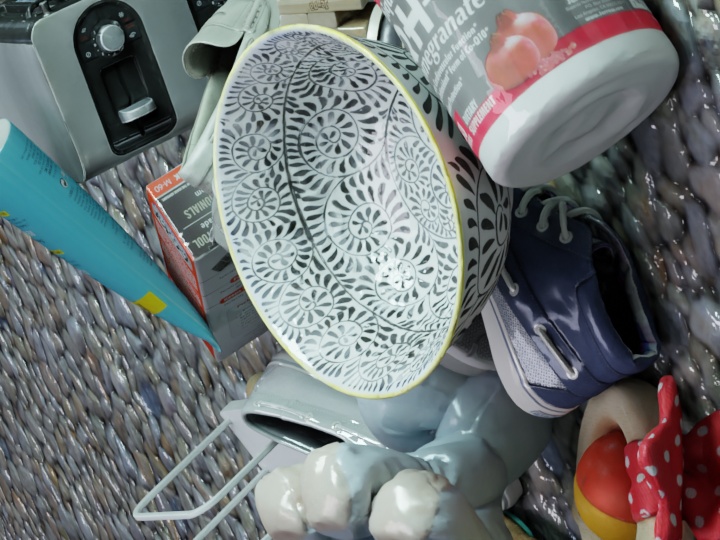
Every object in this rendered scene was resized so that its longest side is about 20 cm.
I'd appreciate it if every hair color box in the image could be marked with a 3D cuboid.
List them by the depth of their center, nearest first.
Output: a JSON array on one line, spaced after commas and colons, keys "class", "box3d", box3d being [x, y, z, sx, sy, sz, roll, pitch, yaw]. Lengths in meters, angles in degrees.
[{"class": "hair color box", "box3d": [-0.070, -0.023, 1.664, 0.064, 0.111, 0.200, 55, 169, 16]}]

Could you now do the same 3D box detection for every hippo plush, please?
[{"class": "hippo plush", "box3d": [0.052, 0.109, 1.505, 0.199, 0.161, 0.160, 17, 156, 11]}]

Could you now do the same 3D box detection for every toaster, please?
[{"class": "toaster", "box3d": [-0.155, -0.148, 1.691, 0.200, 0.180, 0.119, 11, 125, 63]}]

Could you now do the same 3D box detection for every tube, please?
[{"class": "tube", "box3d": [-0.168, -0.018, 1.638, 0.200, 0.050, 0.077, 40, -176, -28]}]

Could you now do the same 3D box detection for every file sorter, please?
[{"class": "file sorter", "box3d": [-0.044, 0.202, 1.799, 0.200, 0.124, 0.139, 54, 153, -13]}]

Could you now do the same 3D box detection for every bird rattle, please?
[{"class": "bird rattle", "box3d": [0.149, 0.130, 1.403, 0.163, 0.112, 0.201, -115, 17, -52]}]

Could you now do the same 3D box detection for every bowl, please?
[{"class": "bowl", "box3d": [0.019, -0.042, 1.364, 0.200, 0.094, 0.202, 26, 126, 43]}]

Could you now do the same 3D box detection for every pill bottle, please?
[{"class": "pill bottle", "box3d": [0.062, -0.150, 1.281, 0.201, 0.110, 0.111, 58, 157, 18]}]

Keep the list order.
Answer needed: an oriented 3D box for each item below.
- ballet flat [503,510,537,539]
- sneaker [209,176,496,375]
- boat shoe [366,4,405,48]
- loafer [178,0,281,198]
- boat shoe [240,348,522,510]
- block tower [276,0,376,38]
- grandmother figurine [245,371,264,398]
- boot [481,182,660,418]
[{"class": "ballet flat", "box3d": [0.098, 0.202, 1.620, 0.200, 0.072, 0.068, 26, 137, 59]}, {"class": "sneaker", "box3d": [0.000, 0.000, 1.481, 0.200, 0.075, 0.082, 35, 139, 11]}, {"class": "boat shoe", "box3d": [0.051, -0.063, 1.501, 0.062, 0.073, 0.201, -6, 107, 22]}, {"class": "loafer", "box3d": [-0.071, -0.133, 1.560, 0.070, 0.069, 0.201, 134, 146, -52]}, {"class": "boat shoe", "box3d": [0.010, 0.115, 1.671, 0.199, 0.069, 0.072, 29, 154, 22]}, {"class": "block tower", "box3d": [-0.015, -0.153, 1.505, 0.057, 0.054, 0.201, -1, 122, 19]}, {"class": "grandmother figurine", "box3d": [-0.026, 0.074, 1.793, 0.121, 0.061, 0.200, 40, 157, 4]}, {"class": "boot", "box3d": [0.098, -0.025, 1.413, 0.090, 0.073, 0.201, -30, 81, 47]}]
